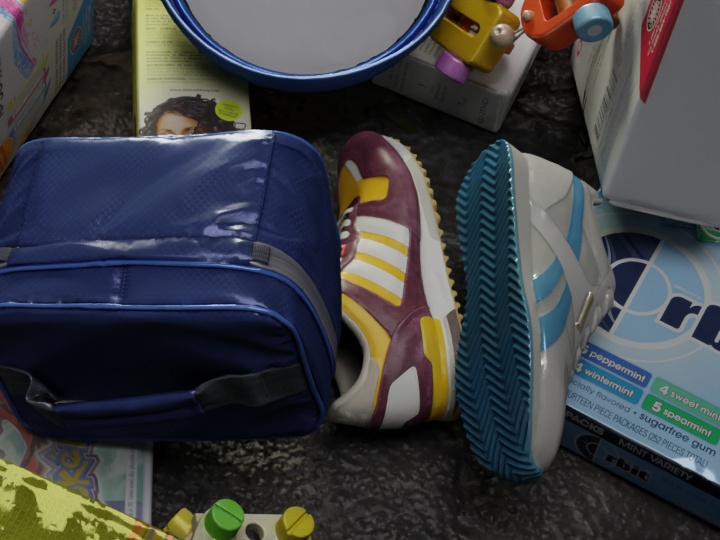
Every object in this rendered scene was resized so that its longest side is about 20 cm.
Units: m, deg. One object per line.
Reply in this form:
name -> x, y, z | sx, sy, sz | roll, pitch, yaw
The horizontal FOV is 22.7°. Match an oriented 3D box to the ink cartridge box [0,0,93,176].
ink cartridge box -> -0.258, -0.133, 1.073 | 0.125, 0.129, 0.200 | 21, 55, 6

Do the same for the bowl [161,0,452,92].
bowl -> -0.034, -0.205, 1.119 | 0.200, 0.039, 0.201 | 1, 74, -3

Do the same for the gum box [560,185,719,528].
gum box -> 0.192, 0.037, 1.075 | 0.170, 0.045, 0.200 | 27, 56, 11

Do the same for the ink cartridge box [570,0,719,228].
ink cartridge box -> 0.196, -0.141, 1.098 | 0.083, 0.146, 0.200 | 12, 30, -7

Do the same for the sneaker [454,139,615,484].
sneaker -> 0.102, 0.024, 0.998 | 0.081, 0.076, 0.201 | 17, 60, -26

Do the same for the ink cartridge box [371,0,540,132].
ink cartridge box -> 0.051, -0.206, 1.224 | 0.176, 0.045, 0.200 | 24, 54, 7

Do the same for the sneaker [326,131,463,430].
sneaker -> 0.000, 0.000, 1.052 | 0.090, 0.075, 0.200 | -4, 55, -19

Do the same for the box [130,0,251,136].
box -> -0.106, -0.098, 1.120 | 0.075, 0.050, 0.200 | 0, 54, -10

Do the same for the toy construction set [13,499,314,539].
toy construction set -> -0.130, 0.148, 0.884 | 0.199, 0.092, 0.131 | 16, 50, 3

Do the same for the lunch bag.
lunch bag -> -0.112, 0.018, 0.945 | 0.199, 0.136, 0.133 | -3, 52, 10

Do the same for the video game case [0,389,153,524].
video game case -> -0.205, 0.094, 0.985 | 0.182, 0.023, 0.200 | 2, 55, -8

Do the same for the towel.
towel -> -0.143, 0.136, 0.824 | 0.200, 0.018, 0.086 | 25, 49, -4

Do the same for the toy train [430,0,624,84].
toy train -> 0.105, -0.194, 1.130 | 0.056, 0.150, 0.200 | 23, 40, -40
